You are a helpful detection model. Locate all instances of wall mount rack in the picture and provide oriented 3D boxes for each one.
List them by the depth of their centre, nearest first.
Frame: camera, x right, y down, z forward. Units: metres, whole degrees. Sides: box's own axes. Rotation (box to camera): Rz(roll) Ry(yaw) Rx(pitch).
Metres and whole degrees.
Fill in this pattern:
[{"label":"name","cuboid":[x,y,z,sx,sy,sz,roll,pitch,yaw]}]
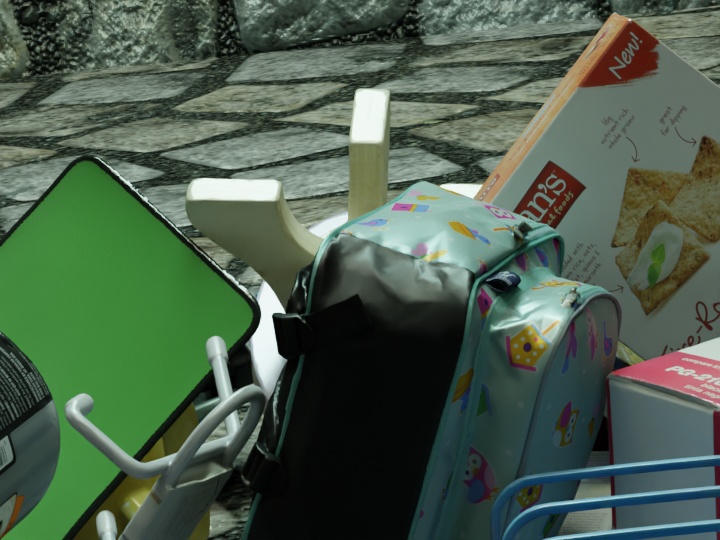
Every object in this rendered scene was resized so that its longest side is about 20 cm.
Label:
[{"label":"wall mount rack","cuboid":[-0.112,0.112,1.396,0.075,0.200,0.174,39,20,15]}]

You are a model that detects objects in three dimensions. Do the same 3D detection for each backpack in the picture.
[{"label":"backpack","cuboid":[0.040,0.053,1.377,0.153,0.176,0.200,13,18,8]}]

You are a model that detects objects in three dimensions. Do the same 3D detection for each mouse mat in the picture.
[{"label":"mouse mat","cuboid":[-0.164,0.051,1.539,0.161,0.200,0.008,41,0,30]}]

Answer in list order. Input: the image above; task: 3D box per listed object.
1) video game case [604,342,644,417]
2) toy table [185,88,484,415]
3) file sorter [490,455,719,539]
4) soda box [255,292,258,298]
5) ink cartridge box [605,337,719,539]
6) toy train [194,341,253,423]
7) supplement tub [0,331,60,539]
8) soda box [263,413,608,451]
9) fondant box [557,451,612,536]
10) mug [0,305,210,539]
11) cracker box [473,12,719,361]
[{"label":"video game case","cuboid":[0.180,0.072,1.569,0.182,0.022,0.200,31,13,-10]},{"label":"toy table","cuboid":[0.000,0.000,1.567,0.183,0.117,0.200,-6,41,-5]},{"label":"file sorter","cuboid":[0.129,0.165,1.212,0.138,0.123,0.200,-5,12,-2]},{"label":"soda box","cuboid":[0.008,0.053,1.886,0.068,0.064,0.200,-13,14,-28]},{"label":"ink cartridge box","cuboid":[0.220,0.102,1.394,0.199,0.145,0.084,-15,19,-35]},{"label":"toy train","cuboid":[-0.143,0.070,1.751,0.199,0.085,0.114,-26,4,16]},{"label":"supplement tub","cuboid":[-0.236,0.104,1.364,0.122,0.123,0.200,0,19,23]},{"label":"soda box","cuboid":[0.045,0.072,1.625,0.199,0.070,0.063,17,41,19]},{"label":"fondant box","cuboid":[0.063,0.147,1.465,0.144,0.058,0.200,-2,12,15]},{"label":"mug","cuboid":[-0.151,0.085,1.615,0.186,0.154,0.149,0,13,20]},{"label":"cracker box","cuboid":[0.170,-0.019,1.480,0.200,0.134,0.058,36,5,-7]}]
